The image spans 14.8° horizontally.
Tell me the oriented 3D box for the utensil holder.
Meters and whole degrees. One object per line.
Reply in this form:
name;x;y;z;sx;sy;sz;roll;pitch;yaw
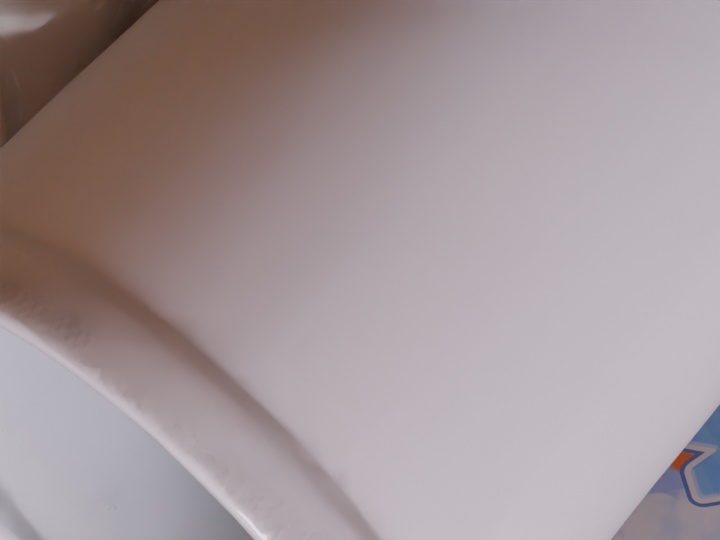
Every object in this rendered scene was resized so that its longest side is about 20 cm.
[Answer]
utensil holder;0.008;-0.002;0.641;0.170;0.200;0.170;35;155;19

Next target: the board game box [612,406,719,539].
board game box;0.161;0.032;0.802;0.199;0.152;0.037;-4;136;4

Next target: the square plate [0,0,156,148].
square plate;-0.168;-0.019;0.686;0.197;0.028;0.201;18;115;-3
